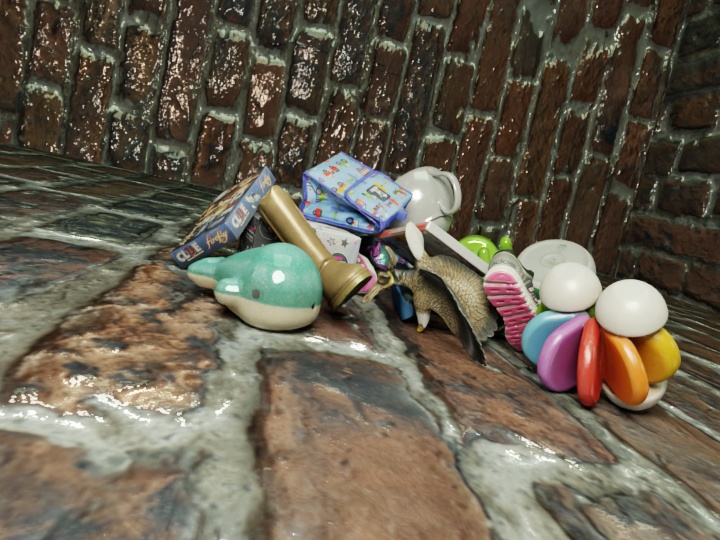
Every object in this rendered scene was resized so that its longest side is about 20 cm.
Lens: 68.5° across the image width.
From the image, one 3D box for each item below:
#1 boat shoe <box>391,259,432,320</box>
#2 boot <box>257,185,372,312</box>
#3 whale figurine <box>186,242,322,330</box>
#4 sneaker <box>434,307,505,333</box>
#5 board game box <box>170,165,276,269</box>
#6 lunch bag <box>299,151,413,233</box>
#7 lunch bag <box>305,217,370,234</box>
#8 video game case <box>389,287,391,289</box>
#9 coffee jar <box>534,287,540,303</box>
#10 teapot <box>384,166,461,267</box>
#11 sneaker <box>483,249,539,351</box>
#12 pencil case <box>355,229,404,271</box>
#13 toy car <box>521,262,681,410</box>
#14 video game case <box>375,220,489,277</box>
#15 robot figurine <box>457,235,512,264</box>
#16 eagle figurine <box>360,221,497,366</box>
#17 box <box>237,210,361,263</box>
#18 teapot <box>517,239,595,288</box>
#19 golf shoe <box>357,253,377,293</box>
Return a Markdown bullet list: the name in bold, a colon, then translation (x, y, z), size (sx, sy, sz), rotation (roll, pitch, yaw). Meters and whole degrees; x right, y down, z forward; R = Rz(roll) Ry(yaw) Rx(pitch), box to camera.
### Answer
- **boat shoe**: translation (0.093, 0.042, 0.960), size (0.066, 0.087, 0.202), rotation (-6, 25, -2)
- **boot**: translation (-0.077, -0.038, 0.781), size (0.065, 0.202, 0.175), rotation (-36, -2, -21)
- **whale figurine**: translation (-0.141, 0.006, 0.718), size (0.194, 0.108, 0.158), rotation (18, 11, 25)
- **sneaker**: translation (0.207, 0.072, 0.998), size (0.086, 0.078, 0.197), rotation (25, 2, -45)
- **board game box**: translation (-0.235, -0.097, 0.927), size (0.132, 0.035, 0.203), rotation (-24, 28, 26)
- **lunch bag**: translation (0.001, -0.135, 1.022), size (0.195, 0.097, 0.150), rotation (24, 35, 17)
- **lunch bag**: translation (-0.046, -0.121, 1.185), size (0.153, 0.079, 0.200), rotation (-2, 8, -2)
- **video game case**: translation (0.145, 0.027, 1.226), size (0.174, 0.037, 0.200), rotation (14, 9, 3)
- **coffee jar**: translation (0.342, 0.088, 0.964), size (0.102, 0.088, 0.199), rotation (26, 3, -28)
- **teapot**: translation (0.141, -0.123, 1.188), size (0.149, 0.194, 0.200), rotation (60, 9, 22)
- **sneaker**: translation (0.252, 0.046, 0.836), size (0.072, 0.202, 0.089), rotation (-14, 38, 33)
- **pencil case**: translation (0.026, -0.044, 1.216), size (0.090, 0.089, 0.199), rotation (16, -5, -22)
- **toy car**: translation (0.298, 0.104, 0.697), size (0.148, 0.180, 0.198), rotation (-33, 31, -22)
- **video game case**: translation (0.121, -0.031, 0.918), size (0.141, 0.018, 0.199), rotation (34, -13, -19)
- **robot figurine**: translation (0.252, -0.017, 1.168), size (0.169, 0.121, 0.200), rotation (-11, 4, 14)
- **eagle figurine**: translation (0.119, 0.040, 0.798), size (0.194, 0.155, 0.152), rotation (19, -25, 18)
- **box**: translation (-0.114, -0.032, 0.957), size (0.193, 0.119, 0.132), rotation (8, 9, -25)
- **teapot**: translation (0.451, 0.037, 1.242), size (0.190, 0.150, 0.203), rotation (-16, 36, 1)
- **golf shoe**: translation (0.000, 0.000, 1.075), size (0.089, 0.078, 0.199), rotation (12, 10, -26)
